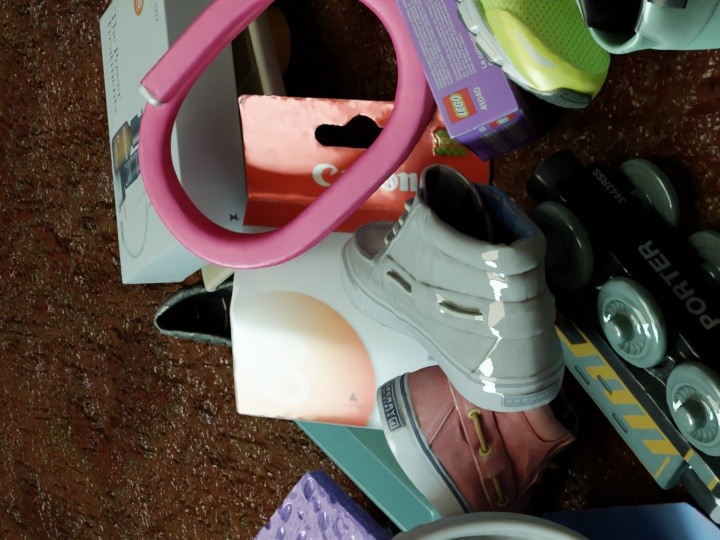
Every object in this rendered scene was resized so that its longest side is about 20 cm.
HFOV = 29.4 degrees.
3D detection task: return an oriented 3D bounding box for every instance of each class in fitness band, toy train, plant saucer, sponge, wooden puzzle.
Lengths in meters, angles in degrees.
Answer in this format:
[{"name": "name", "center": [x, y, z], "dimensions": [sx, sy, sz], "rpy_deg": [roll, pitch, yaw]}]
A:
[{"name": "fitness band", "center": [-0.047, -0.092, 0.802], "dimensions": [0.200, 0.037, 0.144], "rpy_deg": [-42, 85, 17]}, {"name": "toy train", "center": [0.146, 0.033, 0.687], "dimensions": [0.201, 0.085, 0.114], "rpy_deg": [52, 154, 24]}, {"name": "plant saucer", "center": [-0.007, 0.115, 0.920], "dimensions": [0.200, 0.019, 0.070], "rpy_deg": [40, 151, 33]}, {"name": "sponge", "center": [0.006, 0.243, 0.940], "dimensions": [0.200, 0.030, 0.112], "rpy_deg": [41, 104, 18]}, {"name": "wooden puzzle", "center": [-0.083, -0.102, 0.963], "dimensions": [0.200, 0.046, 0.187], "rpy_deg": [-38, 62, 60]}]

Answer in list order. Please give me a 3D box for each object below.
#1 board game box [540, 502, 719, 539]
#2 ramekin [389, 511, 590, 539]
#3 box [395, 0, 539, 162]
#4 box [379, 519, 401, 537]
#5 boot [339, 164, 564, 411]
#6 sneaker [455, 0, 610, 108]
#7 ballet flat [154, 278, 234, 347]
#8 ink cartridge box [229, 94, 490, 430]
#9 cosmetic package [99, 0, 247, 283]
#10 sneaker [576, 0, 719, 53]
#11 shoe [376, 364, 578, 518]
[{"name": "board game box", "center": [0.175, 0.198, 0.752], "dimensions": [0.199, 0.039, 0.160], "rpy_deg": [-21, 88, 57]}, {"name": "ramekin", "center": [0.061, 0.224, 0.719], "dimensions": [0.105, 0.198, 0.202], "rpy_deg": [160, 92, -81]}, {"name": "box", "center": [0.036, -0.160, 0.713], "dimensions": [0.137, 0.039, 0.202], "rpy_deg": [-1, -111, -78]}, {"name": "box", "center": [0.007, 0.289, 1.035], "dimensions": [0.200, 0.043, 0.162], "rpy_deg": [-41, 71, 54]}, {"name": "boot", "center": [0.044, -0.013, 0.713], "dimensions": [0.200, 0.073, 0.097], "rpy_deg": [38, 138, 56]}, {"name": "sneaker", "center": [0.091, -0.173, 0.630], "dimensions": [0.090, 0.077, 0.203], "rpy_deg": [-27, 61, 48]}, {"name": "ballet flat", "center": [-0.092, 0.036, 1.048], "dimensions": [0.199, 0.056, 0.067], "rpy_deg": [-10, 98, 56]}, {"name": "ink cartridge box", "center": [0.000, 0.000, 0.832], "dimensions": [0.160, 0.050, 0.202], "rpy_deg": [5, 117, 14]}, {"name": "cosmetic package", "center": [-0.131, -0.104, 0.942], "dimensions": [0.150, 0.051, 0.203], "rpy_deg": [-25, 70, 60]}, {"name": "sneaker", "center": [0.131, -0.188, 0.564], "dimensions": [0.073, 0.117, 0.203], "rpy_deg": [14, 116, 53]}, {"name": "shoe", "center": [0.087, 0.109, 0.788], "dimensions": [0.200, 0.090, 0.072], "rpy_deg": [53, -161, -49]}]
